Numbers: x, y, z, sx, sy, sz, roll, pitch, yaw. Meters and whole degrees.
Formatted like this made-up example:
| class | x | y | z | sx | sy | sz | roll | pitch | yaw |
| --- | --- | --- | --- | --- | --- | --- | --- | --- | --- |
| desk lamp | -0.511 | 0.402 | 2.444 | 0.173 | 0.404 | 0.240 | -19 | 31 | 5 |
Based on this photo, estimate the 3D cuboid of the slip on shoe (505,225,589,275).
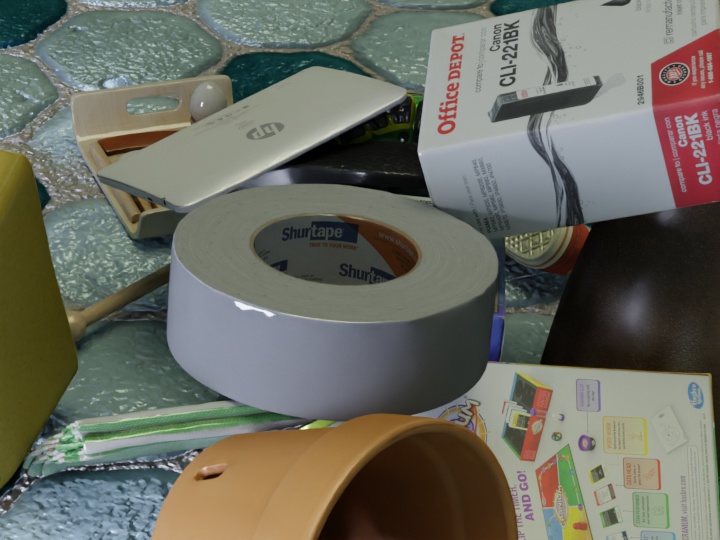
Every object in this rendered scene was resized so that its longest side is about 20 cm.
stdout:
| class | x | y | z | sx | sy | sz | roll | pitch | yaw |
| --- | --- | --- | --- | --- | --- | --- | --- | --- | --- |
| slip on shoe | 0.120 | -0.051 | 1.613 | 0.061 | 0.074 | 0.200 | 26 | 10 | -36 |

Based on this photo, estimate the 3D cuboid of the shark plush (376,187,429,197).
| class | x | y | z | sx | sy | sz | roll | pitch | yaw |
| --- | --- | --- | --- | --- | --- | --- | --- | --- | --- |
| shark plush | -0.010 | -0.059 | 1.544 | 0.199 | 0.092 | 0.083 | -3 | 15 | -21 |

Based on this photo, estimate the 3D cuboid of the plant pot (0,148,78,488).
| class | x | y | z | sx | sy | sz | roll | pitch | yaw |
| --- | --- | --- | --- | --- | --- | --- | --- | --- | --- |
| plant pot | -0.308 | 0.058 | 1.261 | 0.193 | 0.196 | 0.201 | 4 | 44 | 11 |

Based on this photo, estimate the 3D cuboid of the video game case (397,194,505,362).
| class | x | y | z | sx | sy | sz | roll | pitch | yaw |
| --- | --- | --- | --- | --- | --- | --- | --- | --- | --- |
| video game case | 0.000 | 0.000 | 1.399 | 0.198 | 0.046 | 0.182 | 6 | 25 | 1 |

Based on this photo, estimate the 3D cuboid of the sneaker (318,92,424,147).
| class | x | y | z | sx | sy | sz | roll | pitch | yaw |
| --- | --- | --- | --- | --- | --- | --- | --- | --- | --- |
| sneaker | -0.026 | -0.083 | 1.515 | 0.199 | 0.079 | 0.085 | -11 | 8 | 10 |

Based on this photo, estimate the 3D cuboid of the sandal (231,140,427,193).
| class | x | y | z | sx | sy | sz | roll | pitch | yaw |
| --- | --- | --- | --- | --- | --- | --- | --- | --- | --- |
| sandal | -0.028 | -0.059 | 1.428 | 0.199 | 0.045 | 0.075 | -1 | 17 | 21 |

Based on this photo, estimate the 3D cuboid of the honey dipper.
| class | x | y | z | sx | sy | sz | roll | pitch | yaw |
| --- | --- | --- | --- | --- | --- | --- | --- | --- | --- |
| honey dipper | -0.147 | 0.005 | 1.505 | 0.038 | 0.038 | 0.200 | 26 | 39 | 31 |

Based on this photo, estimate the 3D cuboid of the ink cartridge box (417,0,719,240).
| class | x | y | z | sx | sy | sz | roll | pitch | yaw |
| --- | --- | --- | --- | --- | --- | --- | --- | --- | --- |
| ink cartridge box | 0.143 | -0.104 | 1.321 | 0.199 | 0.084 | 0.145 | -10 | 38 | 15 |

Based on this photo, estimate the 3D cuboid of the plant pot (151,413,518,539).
| class | x | y | z | sx | sy | sz | roll | pitch | yaw |
| --- | --- | --- | --- | --- | --- | --- | --- | --- | --- |
| plant pot | -0.024 | 0.170 | 1.136 | 0.139 | 0.201 | 0.200 | 10 | 29 | 40 |

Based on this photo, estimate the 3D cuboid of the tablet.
| class | x | y | z | sx | sy | sz | roll | pitch | yaw |
| --- | --- | --- | --- | --- | --- | --- | --- | --- | --- |
| tablet | -0.077 | -0.097 | 1.445 | 0.199 | 0.014 | 0.130 | -30 | 28 | -26 |

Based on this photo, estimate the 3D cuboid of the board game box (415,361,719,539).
| class | x | y | z | sx | sy | sz | roll | pitch | yaw |
| --- | --- | --- | --- | --- | --- | --- | --- | --- | --- |
| board game box | 0.124 | 0.133 | 1.279 | 0.198 | 0.040 | 0.154 | 4 | 57 | -1 |

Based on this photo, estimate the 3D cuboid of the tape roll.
| class | x | y | z | sx | sy | sz | roll | pitch | yaw |
| --- | --- | --- | --- | --- | --- | --- | --- | --- | --- |
| tape roll | -0.017 | 0.015 | 1.236 | 0.199 | 0.067 | 0.201 | 4 | 25 | -2 |

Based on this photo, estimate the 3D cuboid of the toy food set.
| class | x | y | z | sx | sy | sz | roll | pitch | yaw |
| --- | --- | --- | --- | --- | --- | --- | --- | --- | --- |
| toy food set | -0.139 | -0.097 | 1.646 | 0.143 | 0.061 | 0.200 | -9 | 34 | -21 |

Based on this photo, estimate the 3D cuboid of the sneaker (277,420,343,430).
| class | x | y | z | sx | sy | sz | roll | pitch | yaw |
| --- | --- | --- | --- | --- | --- | --- | --- | --- | --- |
| sneaker | 0.012 | 0.106 | 1.357 | 0.071 | 0.083 | 0.200 | -27 | -5 | 36 |

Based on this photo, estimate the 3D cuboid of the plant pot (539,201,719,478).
| class | x | y | z | sx | sy | sz | roll | pitch | yaw |
| --- | --- | --- | --- | --- | --- | --- | --- | --- | --- |
| plant pot | 0.223 | 0.008 | 1.396 | 0.185 | 0.201 | 0.187 | 3 | 32 | -2 |

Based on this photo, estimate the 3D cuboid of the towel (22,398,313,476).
| class | x | y | z | sx | sy | sz | roll | pitch | yaw |
| --- | --- | --- | --- | --- | --- | --- | --- | --- | --- |
| towel | -0.121 | 0.103 | 1.258 | 0.151 | 0.024 | 0.200 | -7 | -7 | -19 |
